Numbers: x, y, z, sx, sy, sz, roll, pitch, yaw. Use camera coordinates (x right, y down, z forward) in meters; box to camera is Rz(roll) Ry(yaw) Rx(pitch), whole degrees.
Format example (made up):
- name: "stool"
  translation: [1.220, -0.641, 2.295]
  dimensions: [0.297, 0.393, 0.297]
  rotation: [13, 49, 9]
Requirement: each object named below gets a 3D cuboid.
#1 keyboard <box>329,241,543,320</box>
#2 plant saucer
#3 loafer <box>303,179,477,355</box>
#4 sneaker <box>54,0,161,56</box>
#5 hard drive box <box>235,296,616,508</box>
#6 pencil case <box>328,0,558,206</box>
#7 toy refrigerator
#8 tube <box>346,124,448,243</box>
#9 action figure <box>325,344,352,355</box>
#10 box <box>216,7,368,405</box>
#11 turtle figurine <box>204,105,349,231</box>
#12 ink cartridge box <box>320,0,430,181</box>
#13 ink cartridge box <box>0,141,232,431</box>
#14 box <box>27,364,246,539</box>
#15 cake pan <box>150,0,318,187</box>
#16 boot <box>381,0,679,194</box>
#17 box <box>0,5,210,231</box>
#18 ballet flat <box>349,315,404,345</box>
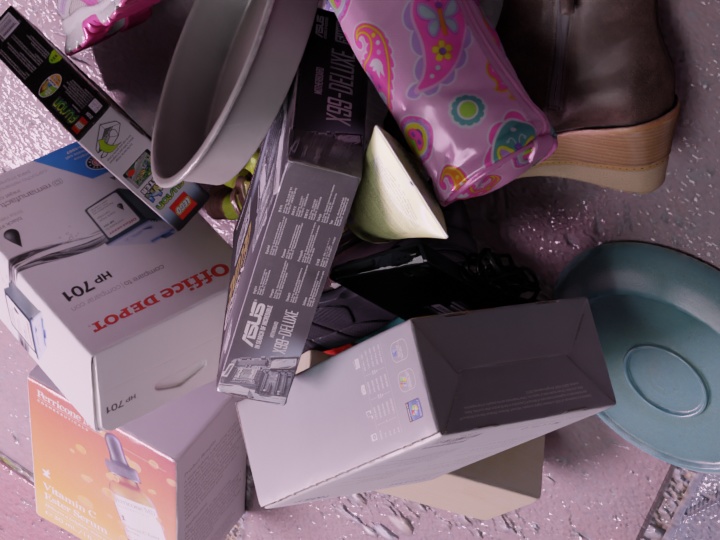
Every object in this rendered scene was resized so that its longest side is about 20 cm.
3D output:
- name: "keyboard"
  translation: [0.068, 0.008, 1.631]
  dimensions: [0.103, 0.040, 0.200]
  rotation: [-10, 160, 27]
- name: "plant saucer"
  translation: [0.209, 0.067, 1.668]
  dimensions: [0.199, 0.027, 0.201]
  rotation: [25, 142, 21]
- name: "loafer"
  translation: [0.000, 0.000, 1.695]
  dimensions: [0.199, 0.063, 0.072]
  rotation: [-27, 143, 36]
- name: "sneaker"
  translation: [-0.166, -0.211, 1.659]
  dimensions: [0.200, 0.081, 0.089]
  rotation: [-23, 95, 59]
- name: "hard drive box"
  translation: [0.040, 0.088, 1.622]
  dimensions: [0.200, 0.155, 0.077]
  rotation: [-28, 73, 48]
- name: "pencil case"
  translation: [0.039, -0.139, 1.464]
  dimensions: [0.201, 0.087, 0.087]
  rotation: [63, 146, 8]
- name: "toy refrigerator"
  translation: [0.029, 0.117, 1.782]
  dimensions: [0.199, 0.070, 0.076]
  rotation: [18, 154, -26]
- name: "tube"
  translation: [0.022, -0.047, 1.531]
  dimensions: [0.058, 0.052, 0.200]
  rotation: [16, 176, -3]
- name: "action figure"
  translation: [-0.050, 0.068, 1.885]
  dimensions: [0.199, 0.065, 0.100]
  rotation: [22, 133, 27]
- name: "box"
  translation: [-0.042, -0.040, 1.579]
  dimensions: [0.049, 0.158, 0.201]
  rotation: [13, 132, -8]
- name: "turtle figurine"
  translation: [-0.059, -0.053, 1.740]
  dimensions: [0.199, 0.065, 0.161]
  rotation: [32, 168, -36]
- name: "ink cartridge box"
  translation: [0.017, -0.140, 1.614]
  dimensions: [0.094, 0.037, 0.201]
  rotation: [31, 147, 15]
- name: "ink cartridge box"
  translation: [-0.184, 0.003, 1.813]
  dimensions: [0.200, 0.146, 0.086]
  rotation: [43, 147, 36]
- name: "box"
  translation: [-0.183, 0.146, 2.062]
  dimensions: [0.152, 0.106, 0.201]
  rotation: [28, 144, 18]
- name: "cake pan"
  translation: [-0.077, -0.141, 1.580]
  dimensions: [0.037, 0.201, 0.200]
  rotation: [21, 150, -18]
- name: "boot"
  translation: [0.098, -0.135, 1.515]
  dimensions: [0.199, 0.072, 0.167]
  rotation: [9, 126, 25]
- name: "box"
  translation: [-0.187, -0.108, 1.742]
  dimensions: [0.110, 0.035, 0.200]
  rotation: [44, 180, -37]
- name: "ballet flat"
  translation: [-0.004, 0.022, 1.788]
  dimensions: [0.199, 0.072, 0.068]
  rotation: [6, 88, 45]
